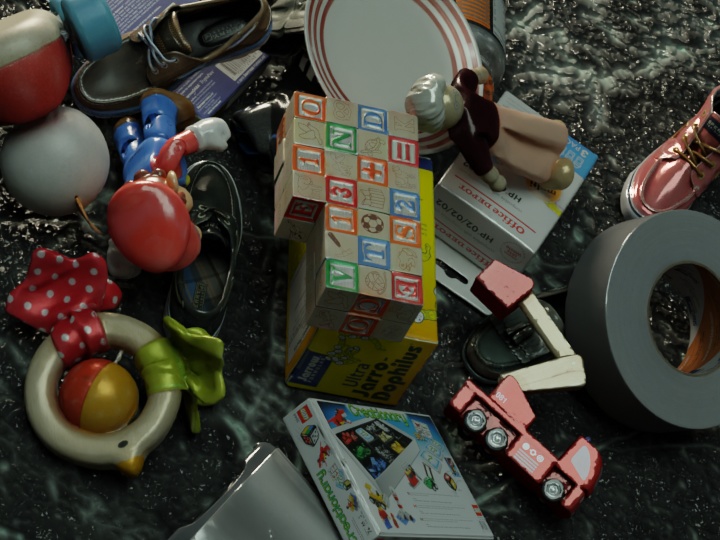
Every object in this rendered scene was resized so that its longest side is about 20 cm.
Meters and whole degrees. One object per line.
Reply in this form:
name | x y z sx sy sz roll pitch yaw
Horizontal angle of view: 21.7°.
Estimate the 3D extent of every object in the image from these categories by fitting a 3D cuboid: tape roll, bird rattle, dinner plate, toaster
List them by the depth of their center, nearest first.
toaster | -0.090 0.240 1.457 0.129 0.114 0.200 41 48 5
bird rattle | -0.208 0.078 1.534 0.199 0.113 0.164 26 67 0
dinner plate | 0.028 -0.197 1.726 0.199 0.024 0.202 15 64 -32
tape roll | 0.286 0.048 1.735 0.199 0.066 0.202 4 81 -30

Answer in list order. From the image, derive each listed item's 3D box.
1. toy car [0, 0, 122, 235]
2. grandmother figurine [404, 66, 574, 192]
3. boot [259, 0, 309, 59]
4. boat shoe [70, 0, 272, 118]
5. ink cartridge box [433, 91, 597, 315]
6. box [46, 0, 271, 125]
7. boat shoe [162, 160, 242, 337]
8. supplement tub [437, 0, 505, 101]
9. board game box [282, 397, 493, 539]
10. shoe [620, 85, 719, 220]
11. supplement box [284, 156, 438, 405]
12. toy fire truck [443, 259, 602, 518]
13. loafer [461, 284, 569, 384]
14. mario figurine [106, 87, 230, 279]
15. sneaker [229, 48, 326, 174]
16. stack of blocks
toy car | -0.278 -0.120 1.630 0.183 0.177 0.201 -26 104 -11
grandmother figurine | 0.114 -0.134 1.709 0.199 0.060 0.122 16 48 -45
boot | -0.069 -0.265 1.810 0.131 0.199 0.068 -52 124 -19
boat shoe | -0.174 -0.207 1.712 0.199 0.072 0.073 -29 82 -10
ink cartridge box | 0.132 -0.065 1.798 0.115 0.068 0.200 35 50 2
box | -0.197 -0.225 1.792 0.199 0.032 0.121 38 51 3
boat shoe | -0.134 -0.023 1.660 0.068 0.057 0.201 12 53 -15
supplement tub | 0.084 -0.245 1.871 0.121 0.123 0.201 14 52 -13
board game box | 0.026 0.172 1.540 0.199 0.035 0.127 15 42 -58
shoe | 0.338 -0.120 1.912 0.071 0.091 0.200 40 51 8
supplement box | 0.000 0.000 1.669 0.108 0.109 0.201 11 53 -15
toy fire truck | 0.150 0.104 1.662 0.200 0.049 0.141 41 76 6
loafer | 0.179 0.042 1.746 0.199 0.063 0.072 -22 68 -34
mario figurine | -0.168 -0.064 1.635 0.105 0.124 0.201 3 39 -9
sneaker | -0.072 -0.163 1.779 0.111 0.074 0.201 -13 38 0
stack of blocks | -0.011 -0.047 1.587 0.114 0.059 0.201 10 53 -15
